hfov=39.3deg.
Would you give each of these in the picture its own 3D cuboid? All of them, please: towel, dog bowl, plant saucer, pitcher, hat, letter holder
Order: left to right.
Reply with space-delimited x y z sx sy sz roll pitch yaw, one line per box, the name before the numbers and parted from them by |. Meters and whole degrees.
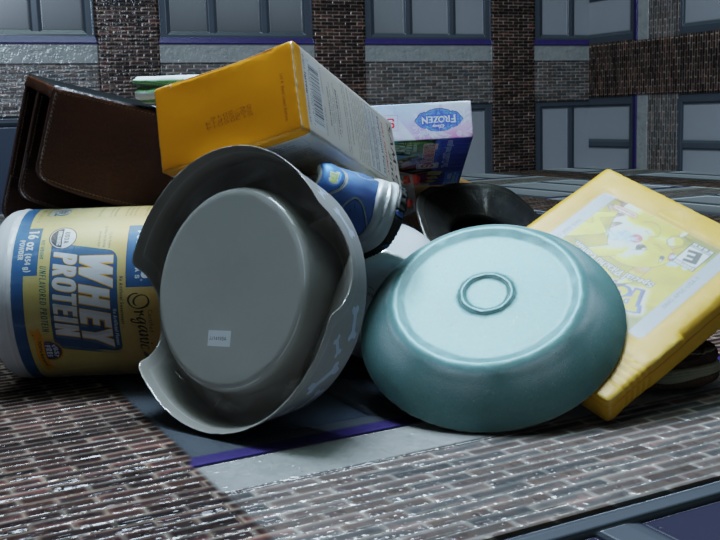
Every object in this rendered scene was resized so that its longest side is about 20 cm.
letter holder | -0.211 -0.082 0.925 0.198 0.144 0.100 9 10 -33
dog bowl | -0.081 0.015 0.725 0.198 0.203 0.058 5 -4 37
towel | -0.102 -0.162 0.934 0.151 0.024 0.200 0 5 14
pitcher | 0.000 0.000 0.922 0.171 0.122 0.200 34 6 -2
plant saucer | 0.094 0.028 0.742 0.198 0.036 0.201 -8 43 8
hat | 0.133 -0.001 1.032 0.199 0.081 0.202 15 40 -13

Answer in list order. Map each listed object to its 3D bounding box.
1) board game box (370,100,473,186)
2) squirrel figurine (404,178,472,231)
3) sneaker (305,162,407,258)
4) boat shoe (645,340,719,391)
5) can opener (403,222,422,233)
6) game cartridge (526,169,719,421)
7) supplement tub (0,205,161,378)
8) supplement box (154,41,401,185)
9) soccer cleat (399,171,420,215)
board game box | 0.016 -0.130 1.095 0.197 0.042 0.200 -3 -9 2
squirrel figurine | 0.037 -0.071 1.291 0.199 0.143 0.187 27 -4 -12
sneaker | -0.046 -0.040 0.824 0.077 0.076 0.199 26 -32 -27
boat shoe | 0.185 0.048 0.812 0.200 0.076 0.075 3 10 29
can opener | 0.062 -0.002 1.086 0.199 0.064 0.078 24 -14 -35
game cartridge | 0.192 0.008 0.785 0.199 0.033 0.176 -33 45 -25
supplement tub | -0.201 0.017 0.867 0.197 0.146 0.145 -2 9 -1
supplement box | -0.061 -0.104 0.830 0.125 0.074 0.200 -14 -15 20
soccer cleat | -0.004 -0.083 1.042 0.077 0.070 0.199 -8 -8 27
